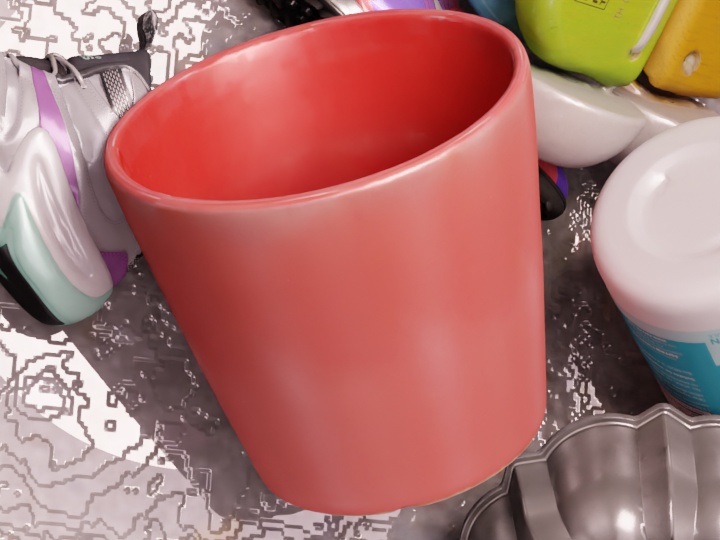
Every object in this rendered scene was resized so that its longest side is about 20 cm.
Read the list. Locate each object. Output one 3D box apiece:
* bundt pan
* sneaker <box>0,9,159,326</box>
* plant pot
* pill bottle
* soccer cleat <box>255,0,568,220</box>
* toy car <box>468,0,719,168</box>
[{"bbox_3d":[0.140,0.169,1.137,0.201,0.076,0.203,1,113,4],"label":"bundt pan"},{"bbox_3d":[-0.155,-0.088,1.138,0.140,0.078,0.200,-43,106,-18],"label":"sneaker"},{"bbox_3d":[0.000,0.000,1.101,0.200,0.200,0.178,-24,118,-17],"label":"plant pot"},{"bbox_3d":[0.190,0.025,1.165,0.111,0.111,0.200,-52,139,-15],"label":"pill bottle"},{"bbox_3d":[0.037,-0.107,1.199,0.200,0.068,0.073,42,68,-6],"label":"soccer cleat"},{"bbox_3d":[0.123,-0.148,1.178,0.200,0.150,0.175,4,117,-52],"label":"toy car"}]
